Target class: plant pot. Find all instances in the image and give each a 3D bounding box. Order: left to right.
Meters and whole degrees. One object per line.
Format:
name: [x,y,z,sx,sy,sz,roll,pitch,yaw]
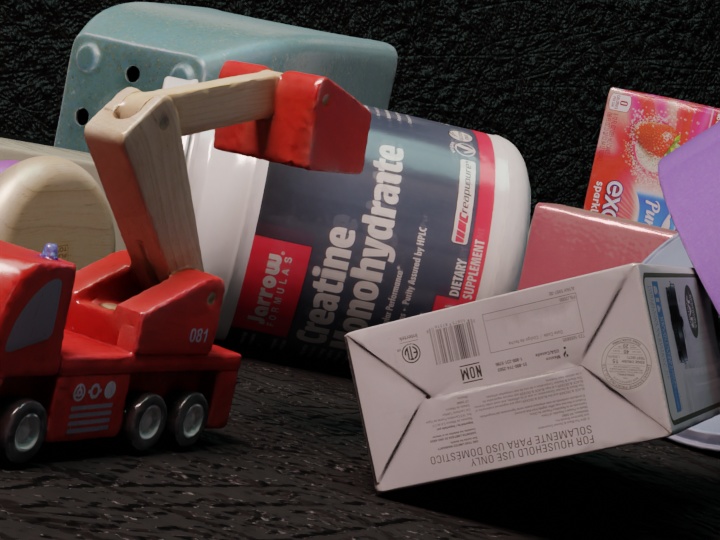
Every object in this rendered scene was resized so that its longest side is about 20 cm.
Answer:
plant pot: [-0.117,-0.098,1.173,0.195,0.197,0.200,15,6,27]

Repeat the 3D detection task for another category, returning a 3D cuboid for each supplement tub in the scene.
supplement tub: [-0.020,-0.022,0.861,0.199,0.141,0.140,12,5,-9]

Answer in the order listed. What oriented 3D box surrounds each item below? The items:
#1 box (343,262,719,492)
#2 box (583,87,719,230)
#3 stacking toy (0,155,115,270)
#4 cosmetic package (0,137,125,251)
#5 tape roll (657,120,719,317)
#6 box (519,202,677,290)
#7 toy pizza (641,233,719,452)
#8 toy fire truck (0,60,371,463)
box: [0.087,0.039,0.646,0.116,0.061,0.200,-14,-5,20]
box: [0.217,-0.028,1.206,0.099,0.201,0.095,14,3,13]
stacking toy: [-0.212,-0.017,0.730,0.199,0.086,0.085,8,2,30]
cosmetic package: [-0.236,-0.048,0.998,0.199,0.074,0.103,9,5,-42]
tape roll: [0.208,0.020,0.684,0.200,0.065,0.201,48,20,-24]
box: [0.209,0.030,1.048,0.199,0.110,0.128,14,4,19]
toy pizza: [0.236,0.031,0.907,0.200,0.200,0.032,17,-35,44]
toy fire truck: [-0.076,-0.011,0.566,0.048,0.142,0.200,15,5,29]
